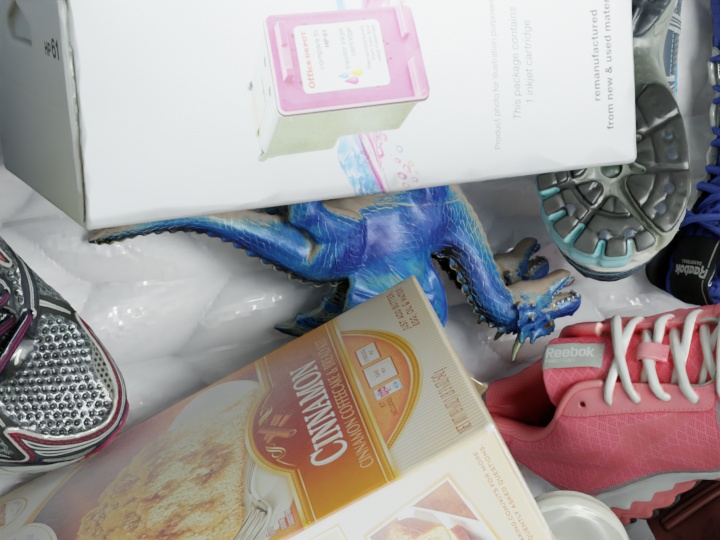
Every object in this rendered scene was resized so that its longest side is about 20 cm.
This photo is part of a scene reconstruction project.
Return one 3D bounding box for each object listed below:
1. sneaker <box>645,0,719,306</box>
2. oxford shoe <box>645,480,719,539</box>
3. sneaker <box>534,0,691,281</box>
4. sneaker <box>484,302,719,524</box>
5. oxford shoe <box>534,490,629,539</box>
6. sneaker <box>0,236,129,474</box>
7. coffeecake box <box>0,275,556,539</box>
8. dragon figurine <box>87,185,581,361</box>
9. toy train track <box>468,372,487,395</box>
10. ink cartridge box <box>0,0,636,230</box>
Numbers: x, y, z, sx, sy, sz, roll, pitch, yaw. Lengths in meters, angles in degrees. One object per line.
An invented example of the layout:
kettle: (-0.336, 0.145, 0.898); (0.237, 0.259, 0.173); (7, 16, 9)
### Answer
sneaker: (0.177, -0.040, 1.020); (0.115, 0.081, 0.200); (-27, 110, -30)
oxford shoe: (0.166, 0.116, 0.988); (0.075, 0.070, 0.200); (46, 28, -16)
sneaker: (0.097, -0.090, 0.983); (0.078, 0.086, 0.200); (3, 73, 4)
sneaker: (0.118, 0.048, 0.938); (0.087, 0.200, 0.074); (24, 59, -22)
oxford shoe: (0.063, 0.184, 0.942); (0.075, 0.058, 0.200); (16, 103, -8)
sneaker: (-0.158, 0.006, 0.827); (0.200, 0.075, 0.081); (39, 63, -29)
coffeecake box: (-0.041, 0.100, 0.831); (0.200, 0.154, 0.073); (-29, 111, 1)
dragon figurine: (0.000, 0.000, 0.936); (0.200, 0.059, 0.100); (-16, 103, -29)
toy train track: (0.043, 0.089, 0.958); (0.200, 0.033, 0.115); (32, 122, -15)
ink cartridge box: (-0.023, -0.075, 0.843); (0.200, 0.145, 0.085); (-6, 102, -18)
